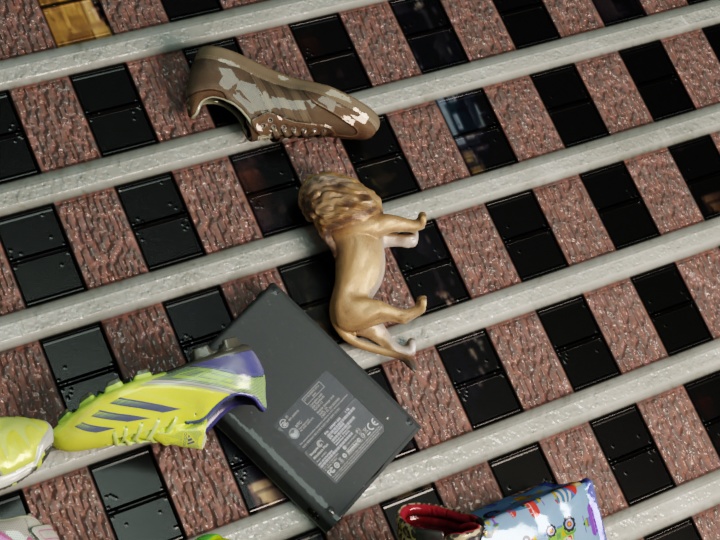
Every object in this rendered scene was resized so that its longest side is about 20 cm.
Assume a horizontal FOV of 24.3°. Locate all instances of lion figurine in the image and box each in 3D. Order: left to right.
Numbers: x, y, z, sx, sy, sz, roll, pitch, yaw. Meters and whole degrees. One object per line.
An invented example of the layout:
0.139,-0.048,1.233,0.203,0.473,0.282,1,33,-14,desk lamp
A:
0.000,0.000,1.621,0.121,0.073,0.202,3,69,-11,lion figurine

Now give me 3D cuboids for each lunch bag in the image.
0.162,0.313,1.538,0.149,0.094,0.202,-18,89,-27,lunch bag

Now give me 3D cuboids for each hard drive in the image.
-0.057,0.125,1.562,0.200,0.033,0.140,44,60,3,hard drive

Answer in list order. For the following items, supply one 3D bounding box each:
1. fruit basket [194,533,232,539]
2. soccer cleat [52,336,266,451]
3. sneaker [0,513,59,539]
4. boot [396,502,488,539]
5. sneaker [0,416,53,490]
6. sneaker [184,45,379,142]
-0.117,0.305,1.363,0.213,0.156,0.218,-4,72,12,fruit basket
-0.176,0.127,1.480,0.198,0.065,0.085,-21,84,-10,soccer cleat
-0.273,0.252,1.395,0.198,0.081,0.089,28,61,-7,sneaker
0.088,0.292,1.419,0.072,0.199,0.153,-6,102,-27,boot
-0.355,0.143,1.405,0.198,0.077,0.075,-5,25,-25,sneaker
-0.081,-0.156,1.676,0.198,0.070,0.076,20,80,-7,sneaker
